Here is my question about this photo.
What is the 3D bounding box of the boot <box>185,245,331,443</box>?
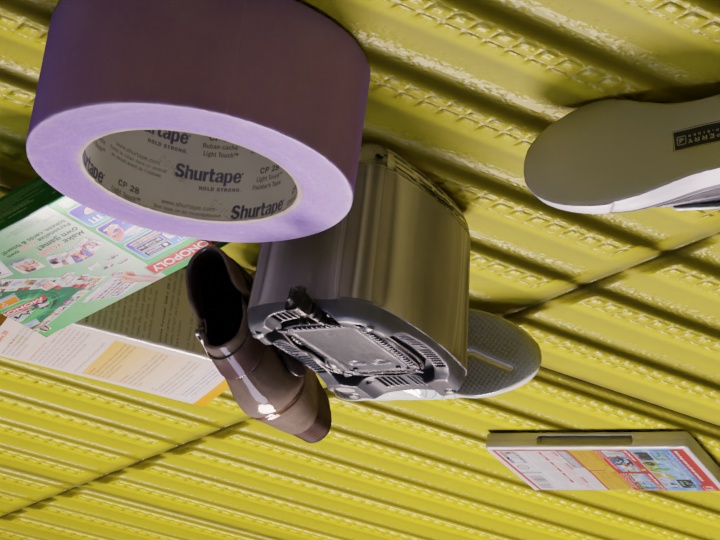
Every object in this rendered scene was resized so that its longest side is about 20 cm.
[{"bbox_3d":[-0.079,0.031,1.419,0.070,0.201,0.146,-33,134,6],"label":"boot"}]

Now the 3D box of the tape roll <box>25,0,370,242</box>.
[{"bbox_3d":[-0.096,-0.093,1.182,0.198,0.086,0.200,8,159,3],"label":"tape roll"}]

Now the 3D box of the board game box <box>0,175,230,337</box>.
[{"bbox_3d":[-0.193,-0.024,1.388,0.199,0.029,0.134,-26,147,24],"label":"board game box"}]

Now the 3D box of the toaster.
[{"bbox_3d":[0.000,0.000,1.325,0.113,0.130,0.200,-6,156,30],"label":"toaster"}]

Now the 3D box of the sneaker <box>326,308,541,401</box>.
[{"bbox_3d":[0.068,0.071,1.593,0.199,0.071,0.080,-5,171,38],"label":"sneaker"}]

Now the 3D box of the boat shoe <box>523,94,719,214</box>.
[{"bbox_3d":[0.197,-0.067,1.174,0.198,0.072,0.068,-12,151,27],"label":"boat shoe"}]

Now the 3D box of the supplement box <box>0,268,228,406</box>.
[{"bbox_3d":[-0.193,0.039,1.575,0.198,0.074,0.126,16,157,-19],"label":"supplement box"}]

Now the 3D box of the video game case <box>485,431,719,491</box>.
[{"bbox_3d":[0.236,0.183,1.875,0.198,0.018,0.143,-2,157,26],"label":"video game case"}]
